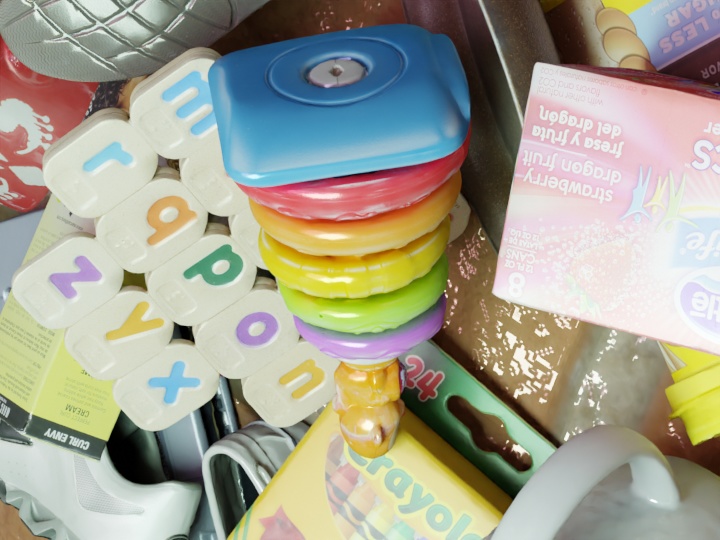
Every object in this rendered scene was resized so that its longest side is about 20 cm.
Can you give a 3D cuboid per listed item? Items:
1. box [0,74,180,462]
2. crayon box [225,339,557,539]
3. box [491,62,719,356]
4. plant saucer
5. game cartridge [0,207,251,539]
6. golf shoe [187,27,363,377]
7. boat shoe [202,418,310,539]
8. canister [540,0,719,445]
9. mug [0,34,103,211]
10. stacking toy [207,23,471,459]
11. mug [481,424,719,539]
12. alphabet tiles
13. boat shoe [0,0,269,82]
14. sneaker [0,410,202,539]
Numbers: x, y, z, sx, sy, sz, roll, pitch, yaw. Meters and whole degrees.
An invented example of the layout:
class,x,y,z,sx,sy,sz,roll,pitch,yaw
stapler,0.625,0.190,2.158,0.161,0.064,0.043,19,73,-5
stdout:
class,x,y,z,sx,sy,sz,roll,pitch,yaw
box,-0.123,-0.013,1.231,0.075,0.050,0.201,21,89,57
crayon box,0.006,0.143,1.196,0.127,0.051,0.201,39,101,15
box,0.164,-0.015,0.948,0.199,0.102,0.095,14,99,26
plant saucer,0.059,-0.085,1.100,0.032,0.200,0.202,-18,90,-6
game cartridge,-0.131,0.060,1.341,0.132,0.041,0.202,-13,91,35
golf shoe,-0.046,-0.044,1.231,0.091,0.075,0.201,43,121,27
boat shoe,-0.032,0.176,1.269,0.072,0.066,0.202,-11,92,38
canister,0.165,-0.046,1.058,0.148,0.086,0.201,-29,80,37
mug,-0.230,-0.115,1.249,0.134,0.199,0.177,-63,20,2
stacking toy,0.000,0.000,1.109,0.109,0.116,0.201,-9,121,-4
mug,0.097,0.152,1.066,0.147,0.175,0.201,28,148,36
alphabet tiles,-0.055,-0.012,1.176,0.195,0.200,0.015,-34,34,10
boat shoe,-0.077,-0.149,1.190,0.199,0.072,0.076,-20,111,5
sneaker,-0.155,0.087,1.309,0.200,0.074,0.089,37,102,28
